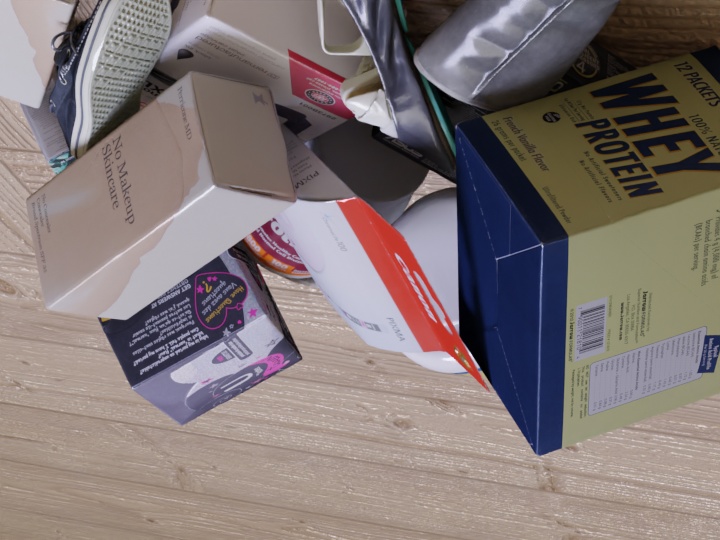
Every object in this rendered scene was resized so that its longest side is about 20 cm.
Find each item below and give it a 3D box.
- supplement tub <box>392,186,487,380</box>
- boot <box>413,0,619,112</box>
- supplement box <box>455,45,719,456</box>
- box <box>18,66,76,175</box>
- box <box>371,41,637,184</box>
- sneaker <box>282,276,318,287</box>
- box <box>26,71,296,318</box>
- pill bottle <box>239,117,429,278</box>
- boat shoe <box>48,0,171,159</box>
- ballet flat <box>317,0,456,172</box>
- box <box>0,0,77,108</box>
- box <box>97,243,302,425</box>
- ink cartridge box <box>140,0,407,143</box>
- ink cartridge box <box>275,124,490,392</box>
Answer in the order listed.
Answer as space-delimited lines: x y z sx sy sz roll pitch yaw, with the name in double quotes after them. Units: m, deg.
0.117 0.018 1.803 0.144 0.146 0.200 2 173 33 "supplement tub"
0.095 -0.185 1.427 0.181 0.073 0.200 26 149 -24 "boot"
0.181 -0.013 1.530 0.198 0.135 0.201 -17 135 -15 "supplement box"
-0.234 -0.104 1.829 0.036 0.145 0.200 -27 152 1 "box"
0.133 -0.102 1.630 0.199 0.049 0.161 27 144 -27 "box"
-0.006 -0.005 1.985 0.199 0.075 0.082 16 167 12 "sneaker"
-0.143 -0.050 1.591 0.077 0.096 0.200 8 148 -43 "box"
-0.023 -0.071 1.774 0.113 0.115 0.200 22 159 -14 "pill bottle"
-0.182 -0.150 1.583 0.062 0.074 0.200 52 151 15 "boat shoe"
0.011 -0.149 1.529 0.073 0.073 0.201 1 125 35 "ballet flat"
-0.243 -0.204 1.640 0.077 0.096 0.200 21 160 -8 "box"
-0.139 0.041 1.905 0.131 0.115 0.200 -28 167 0 "box"
-0.081 -0.159 1.640 0.144 0.085 0.200 25 158 -22 "ink cartridge box"
0.000 0.000 1.604 0.163 0.057 0.200 59 176 -37 "ink cartridge box"
